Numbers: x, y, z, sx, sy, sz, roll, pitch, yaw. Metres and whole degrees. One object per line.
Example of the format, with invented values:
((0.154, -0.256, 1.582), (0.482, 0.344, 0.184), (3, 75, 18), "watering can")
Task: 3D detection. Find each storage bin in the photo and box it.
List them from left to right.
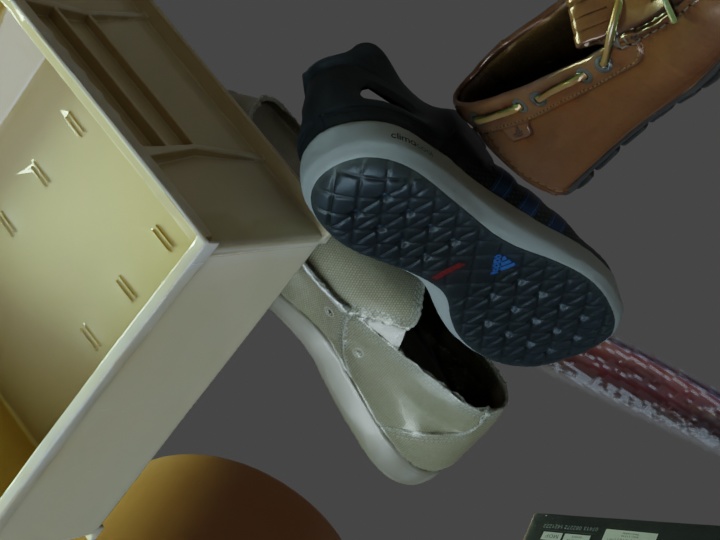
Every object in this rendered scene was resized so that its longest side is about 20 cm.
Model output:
((-0.143, -0.014, 1.080), (0.199, 0.094, 0.200), (50, 120, 23), "storage bin")

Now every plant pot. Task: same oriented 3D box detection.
((-0.089, 0.187, 1.279), (0.200, 0.140, 0.200), (14, 132, 15), "plant pot")

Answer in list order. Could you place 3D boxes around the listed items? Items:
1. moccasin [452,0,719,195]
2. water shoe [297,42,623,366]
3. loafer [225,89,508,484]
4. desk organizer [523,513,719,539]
((0.103, -0.105, 0.981), (0.078, 0.074, 0.201), (32, 146, -13), "moccasin")
((0.047, -0.028, 1.073), (0.071, 0.079, 0.200), (-23, 144, 24), "water shoe")
((0.000, 0.000, 1.121), (0.068, 0.076, 0.200), (-24, 112, 28), "loafer")
((0.169, 0.168, 1.181), (0.200, 0.072, 0.077), (1, 131, 26), "desk organizer")
